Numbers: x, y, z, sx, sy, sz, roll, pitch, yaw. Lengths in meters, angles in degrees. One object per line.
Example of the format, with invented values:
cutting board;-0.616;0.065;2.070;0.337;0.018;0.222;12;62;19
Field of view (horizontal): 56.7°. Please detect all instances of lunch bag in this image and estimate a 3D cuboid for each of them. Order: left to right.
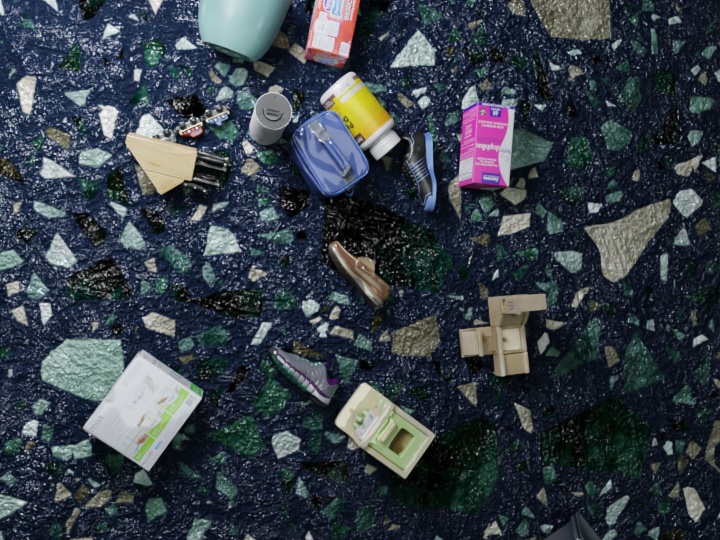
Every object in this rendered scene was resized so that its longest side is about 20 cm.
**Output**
lunch bag;-0.074;-0.263;1.571;0.136;0.132;0.200;-35;97;-9

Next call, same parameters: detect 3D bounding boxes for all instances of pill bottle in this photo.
pill bottle;0.004;-0.365;1.598;0.109;0.109;0.200;-42;98;-8

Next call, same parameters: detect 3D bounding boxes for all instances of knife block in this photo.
knife block;-0.407;-0.260;1.517;0.175;0.064;0.200;-32;112;-4

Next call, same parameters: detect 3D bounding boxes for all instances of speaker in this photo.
speaker;-0.206;-0.339;1.507;0.081;0.200;0.081;0;91;-12

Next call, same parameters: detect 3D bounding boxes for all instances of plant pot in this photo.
plant pot;-0.273;-0.568;1.502;0.200;0.201;0.161;18;98;-11

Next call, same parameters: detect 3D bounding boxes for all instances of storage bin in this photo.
storage bin;0.562;0.746;1.723;0.134;0.146;0.200;-36;99;18

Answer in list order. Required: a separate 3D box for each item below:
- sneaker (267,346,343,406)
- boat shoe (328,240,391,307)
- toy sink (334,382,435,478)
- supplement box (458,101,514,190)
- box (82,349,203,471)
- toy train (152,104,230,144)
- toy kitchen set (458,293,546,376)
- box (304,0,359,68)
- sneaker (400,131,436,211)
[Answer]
sneaker;-0.133;0.234;1.605;0.200;0.074;0.088;47;68;-18
boat shoe;0.000;0.000;1.624;0.072;0.076;0.200;-44;108;-12
toy sink;0.057;0.385;1.615;0.200;0.112;0.130;39;83;-10
supplement box;0.314;-0.308;1.668;0.101;0.103;0.201;3;92;-13
box;-0.487;0.314;1.509;0.176;0.097;0.200;36;84;-9
toy train;-0.391;-0.331;1.554;0.200;0.034;0.046;-28;100;-9
toy kitchen set;0.349;0.164;1.638;0.163;0.180;0.201;-5;87;-11
box;-0.064;-0.600;1.588;0.099;0.095;0.201;11;88;-12
sneaker;0.141;-0.243;1.653;0.078;0.070;0.201;-4;85;-7
